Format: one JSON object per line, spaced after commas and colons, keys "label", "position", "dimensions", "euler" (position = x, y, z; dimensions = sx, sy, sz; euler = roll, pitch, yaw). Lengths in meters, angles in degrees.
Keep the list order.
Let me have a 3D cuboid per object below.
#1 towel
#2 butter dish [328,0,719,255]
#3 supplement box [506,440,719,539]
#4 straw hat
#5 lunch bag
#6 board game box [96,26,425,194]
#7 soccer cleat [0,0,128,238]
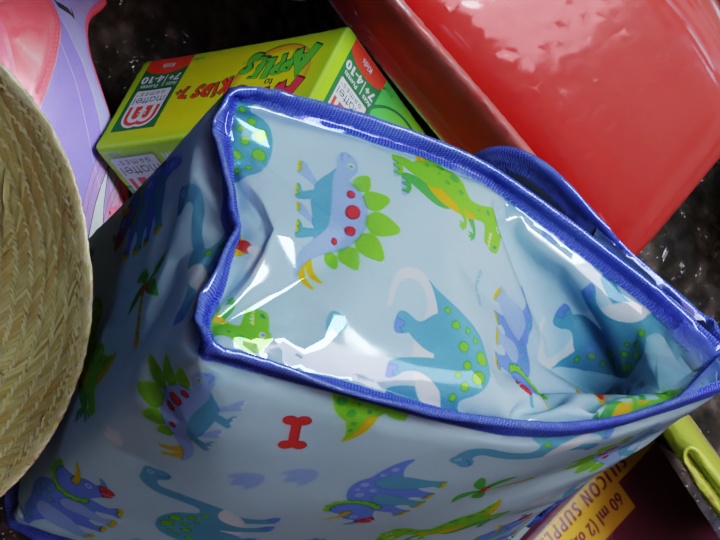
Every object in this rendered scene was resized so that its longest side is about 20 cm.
{"label": "towel", "position": [0.128, 0.070, 1.198], "dimensions": [0.018, 0.200, 0.086], "euler": [-39, 107, 4]}
{"label": "butter dish", "position": [0.079, -0.107, 1.145], "dimensions": [0.148, 0.200, 0.200], "euler": [-39, 111, 3]}
{"label": "supplement box", "position": [0.110, 0.171, 1.237], "dimensions": [0.110, 0.086, 0.200], "euler": [-44, 111, -25]}
{"label": "straw hat", "position": [-0.166, -0.003, 1.053], "dimensions": [0.085, 0.201, 0.202], "euler": [-12, 96, -68]}
{"label": "lunch bag", "position": [0.003, 0.036, 1.028], "dimensions": [0.200, 0.170, 0.128], "euler": [18, 60, -21]}
{"label": "board game box", "position": [0.000, 0.000, 1.137], "dimensions": [0.200, 0.101, 0.048], "euler": [52, 48, -33]}
{"label": "soccer cleat", "position": [-0.110, -0.008, 1.120], "dimensions": [0.076, 0.067, 0.200], "euler": [-14, 93, -36]}
